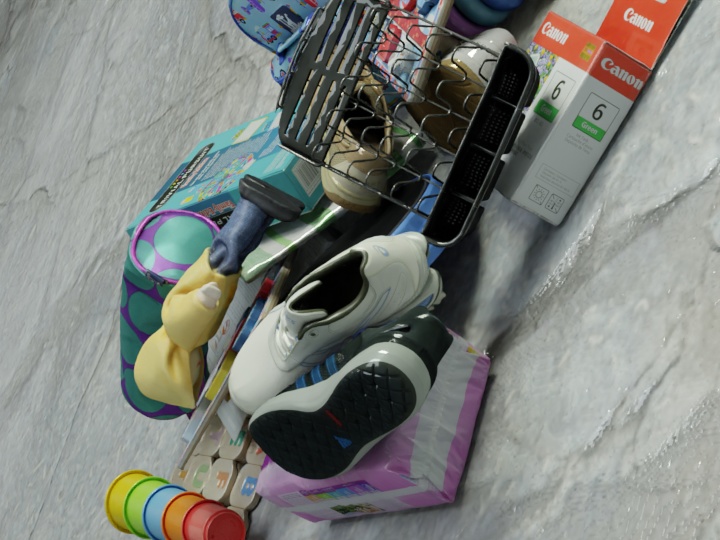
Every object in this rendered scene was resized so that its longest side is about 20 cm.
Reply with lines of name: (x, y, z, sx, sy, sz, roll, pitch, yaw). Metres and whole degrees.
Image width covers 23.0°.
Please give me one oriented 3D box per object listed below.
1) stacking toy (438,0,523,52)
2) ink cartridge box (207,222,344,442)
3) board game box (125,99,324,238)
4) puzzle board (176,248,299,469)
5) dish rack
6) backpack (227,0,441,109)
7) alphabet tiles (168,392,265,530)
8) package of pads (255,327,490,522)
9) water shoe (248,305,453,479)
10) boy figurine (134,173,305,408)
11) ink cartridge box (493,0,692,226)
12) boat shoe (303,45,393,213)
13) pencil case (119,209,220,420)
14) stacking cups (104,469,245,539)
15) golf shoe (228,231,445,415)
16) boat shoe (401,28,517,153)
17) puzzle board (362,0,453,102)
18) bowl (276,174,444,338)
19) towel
stacking toy: (0.132, -0.259, 1.474, 0.199, 0.085, 0.086, -29, 41, 40)
ink cartridge box: (-0.076, 0.043, 1.612, 0.201, 0.047, 0.160, -65, 25, 11)
board game box: (-0.097, -0.087, 1.591, 0.199, 0.047, 0.151, -18, 26, 38)
puzzle board: (-0.104, 0.065, 1.490, 0.151, 0.017, 0.200, -59, 4, 19)
dish rack: (0.026, -0.122, 1.315, 0.199, 0.054, 0.154, 28, 99, 22)
backpack: (-0.032, -0.247, 1.616, 0.182, 0.199, 0.135, -29, 41, 49)
alphabet tiles: (-0.135, 0.190, 1.607, 0.195, 0.015, 0.201, -2, 64, 62)
package of pads: (0.009, 0.118, 1.329, 0.200, 0.075, 0.121, -20, 46, 56)
water shoe: (-0.002, 0.088, 1.238, 0.200, 0.072, 0.079, -30, 15, 51)
boy figurine: (-0.119, 0.021, 1.428, 0.201, 0.064, 0.124, -62, 2, 6)
ink cartridge box: (0.160, -0.143, 1.318, 0.201, 0.050, 0.109, -60, 24, 9)
boat shoe: (-0.002, -0.133, 1.488, 0.201, 0.071, 0.065, -102, 29, -47)
pencil case: (-0.167, 0.044, 1.566, 0.085, 0.092, 0.201, -43, -24, -37)
stacking cups: (-0.158, 0.212, 1.549, 0.200, 0.060, 0.061, -1, 64, 58)
golf shoe: (-0.039, 0.035, 1.274, 0.200, 0.097, 0.079, -41, 64, 24)
boat shoe: (0.088, -0.148, 1.434, 0.069, 0.071, 0.200, -44, 4, -12)
puzzle board: (0.043, -0.229, 1.427, 0.200, 0.017, 0.152, -120, 47, -69)
bowl: (0.000, 0.000, 1.412, 0.200, 0.039, 0.201, -43, 9, 9)
towel: (-0.042, -0.068, 1.562, 0.200, 0.023, 0.152, -37, 20, -8)
